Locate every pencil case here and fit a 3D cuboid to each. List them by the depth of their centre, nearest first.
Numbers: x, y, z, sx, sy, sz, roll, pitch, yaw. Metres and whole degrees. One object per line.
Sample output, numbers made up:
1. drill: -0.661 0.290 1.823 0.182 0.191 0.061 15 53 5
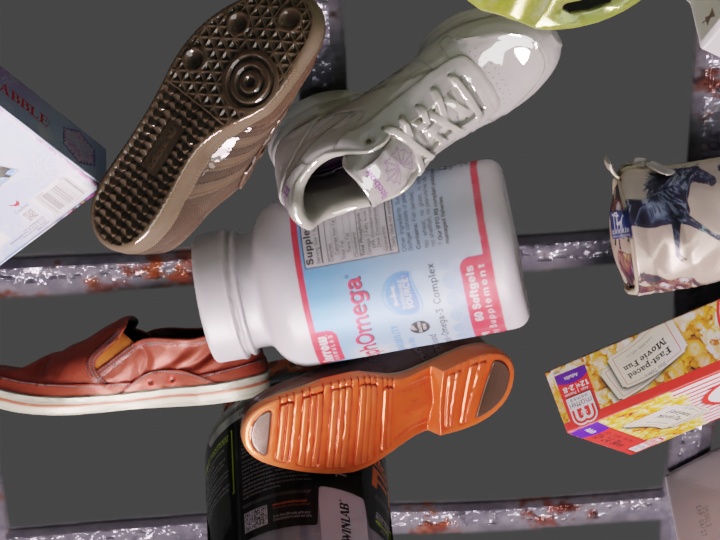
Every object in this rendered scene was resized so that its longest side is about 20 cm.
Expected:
1. pencil case: 0.254 -0.044 1.669 0.200 0.078 0.089 -11 115 5

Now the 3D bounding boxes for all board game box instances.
1. board game box: -0.296 -0.066 1.633 0.200 0.041 0.200 -34 125 24
2. board game box: 0.238 0.056 1.728 0.200 0.046 0.151 -24 163 17

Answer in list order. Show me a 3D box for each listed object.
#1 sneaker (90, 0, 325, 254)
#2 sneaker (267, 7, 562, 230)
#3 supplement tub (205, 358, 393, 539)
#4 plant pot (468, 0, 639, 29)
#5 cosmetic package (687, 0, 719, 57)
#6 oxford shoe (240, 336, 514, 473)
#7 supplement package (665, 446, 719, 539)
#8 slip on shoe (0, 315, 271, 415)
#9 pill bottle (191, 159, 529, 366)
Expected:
1. sneaker: -0.086 -0.092 1.620 0.200 0.070 0.076 -47 160 16
2. sneaker: 0.037 -0.085 1.603 0.200 0.100 0.075 -29 124 18
3. supplement tub: -0.041 0.159 1.743 0.122 0.200 0.123 -3 132 -3
4. plant pot: 0.098 -0.234 1.422 0.200 0.184 0.200 -2 131 -2
5. cosmetic package: 0.290 -0.152 1.557 0.200 0.113 0.081 22 126 -25
6. oxford shoe: 0.000 0.079 1.715 0.200 0.073 0.071 -10 123 -34
7. supplement package: 0.322 0.213 1.870 0.120 0.121 0.200 -30 127 20
8. slip on shoe: -0.159 0.060 1.746 0.200 0.074 0.061 -6 97 8
9. pill bottle: 0.000 0.000 1.667 0.200 0.109 0.109 -11 131 5
